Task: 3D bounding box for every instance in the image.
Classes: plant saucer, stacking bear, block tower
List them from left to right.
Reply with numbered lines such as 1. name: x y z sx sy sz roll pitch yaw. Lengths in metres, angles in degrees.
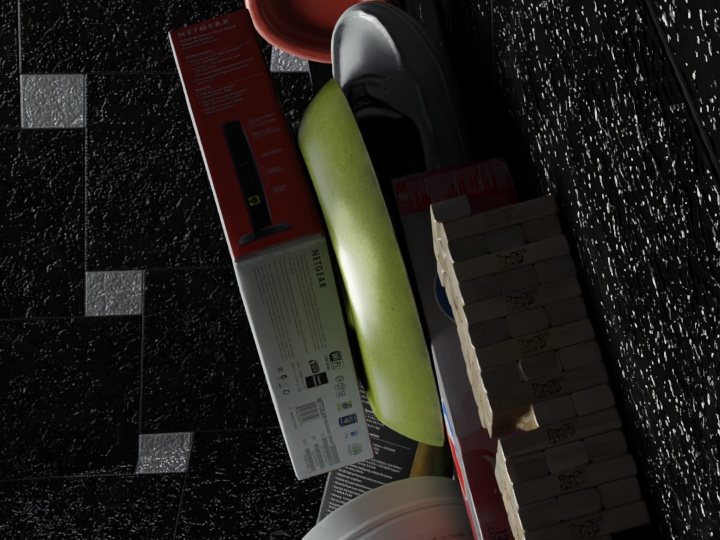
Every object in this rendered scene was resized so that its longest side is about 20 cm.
1. stacking bear: -0.037 -0.255 1.240 0.201 0.112 0.122 -98 -2 -53
2. plant saucer: 0.000 0.000 0.869 0.200 0.031 0.202 163 90 -87
3. block tower: 0.080 0.063 0.702 0.054 0.057 0.202 83 172 -66

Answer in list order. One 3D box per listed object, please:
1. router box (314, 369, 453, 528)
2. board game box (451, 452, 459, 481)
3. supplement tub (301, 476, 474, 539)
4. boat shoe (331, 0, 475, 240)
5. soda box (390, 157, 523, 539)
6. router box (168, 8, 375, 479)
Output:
1. router box: 0.025 0.129 1.078 0.200 0.052 0.159 9 -85 -78
2. board game box: 0.092 0.158 1.014 0.201 0.044 0.135 81 176 -53
3. supplement tub: 0.051 0.217 0.817 0.133 0.131 0.201 80 163 -49
4. boat shoe: 0.017 -0.079 0.943 0.068 0.072 0.202 24 -134 -52
5. soda box: 0.067 0.049 0.805 0.070 0.063 0.202 78 179 -64
6. router box: -0.049 -0.013 0.929 0.201 0.048 0.181 78 174 -50
